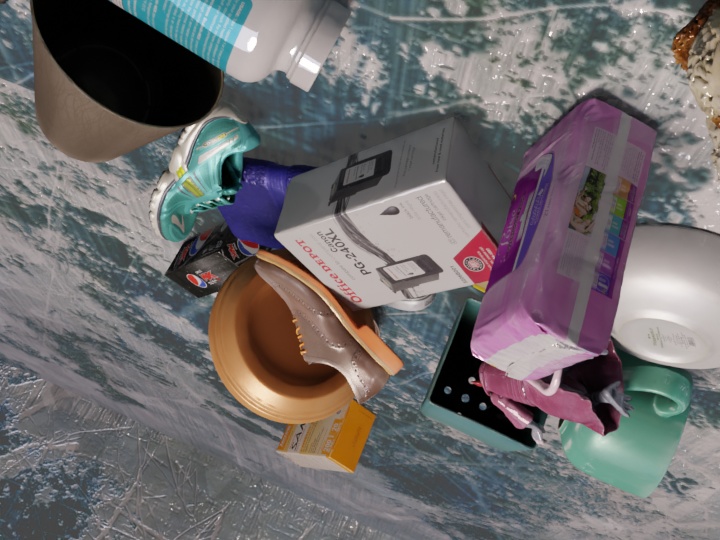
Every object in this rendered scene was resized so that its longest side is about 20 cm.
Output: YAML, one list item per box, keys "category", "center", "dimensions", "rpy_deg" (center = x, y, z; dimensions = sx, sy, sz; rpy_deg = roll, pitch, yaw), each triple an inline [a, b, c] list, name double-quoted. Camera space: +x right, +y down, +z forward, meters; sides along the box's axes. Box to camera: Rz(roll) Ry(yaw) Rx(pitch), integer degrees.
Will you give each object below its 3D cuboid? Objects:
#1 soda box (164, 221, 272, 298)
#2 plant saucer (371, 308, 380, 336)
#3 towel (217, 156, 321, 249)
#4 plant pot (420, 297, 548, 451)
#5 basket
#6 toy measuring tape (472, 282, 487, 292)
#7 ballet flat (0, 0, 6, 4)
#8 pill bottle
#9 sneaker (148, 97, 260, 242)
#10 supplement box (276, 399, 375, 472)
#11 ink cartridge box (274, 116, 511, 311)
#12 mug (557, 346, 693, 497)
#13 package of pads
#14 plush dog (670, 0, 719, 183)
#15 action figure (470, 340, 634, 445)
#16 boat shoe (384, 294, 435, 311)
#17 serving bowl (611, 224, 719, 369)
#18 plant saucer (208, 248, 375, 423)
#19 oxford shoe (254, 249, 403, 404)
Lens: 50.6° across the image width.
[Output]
- category: "soda box"
  center: [-0.206, -0.016, 1.096]
  dimensions: [0.071, 0.064, 0.199]
  rpy_deg: [38, 151, -24]
- category: "plant saucer"
  center: [-0.058, 0.047, 1.114]
  dimensions: [0.198, 0.035, 0.201]
  rpy_deg: [21, 155, 10]
- category: "towel"
  center: [-0.081, -0.078, 0.892]
  dimensions: [0.198, 0.050, 0.148]
  rpy_deg: [11, 146, 25]
- category: "plant pot"
  center: [0.159, 0.151, 1.006]
  dimensions: [0.140, 0.143, 0.200]
  rpy_deg: [24, 162, 3]
- category: "basket"
  center: [-0.244, -0.185, 0.742]
  dimensions: [0.180, 0.137, 0.199]
  rpy_deg: [39, 155, -18]
- category: "toy measuring tape"
  center: [0.150, 0.003, 0.825]
  dimensions: [0.199, 0.074, 0.074]
  rpy_deg: [28, 160, 36]
- category: "ballet flat"
  center: [-0.414, -0.329, 0.729]
  dimensions: [0.199, 0.057, 0.067]
  rpy_deg: [31, -163, -8]
- category: "pill bottle"
  center: [-0.108, -0.218, 0.573]
  dimensions: [0.199, 0.112, 0.111]
  rpy_deg: [31, 154, -10]
- category: "sneaker"
  center: [-0.172, -0.095, 0.831]
  dimensions: [0.079, 0.078, 0.200]
  rpy_deg: [37, 131, 0]
- category: "supplement box"
  center: [-0.074, 0.334, 1.560]
  dimensions: [0.073, 0.127, 0.199]
  rpy_deg: [38, 151, -27]
- category: "ink cartridge box"
  center: [0.037, -0.045, 0.749]
  dimensions: [0.198, 0.084, 0.145]
  rpy_deg: [-15, 136, 33]
- category: "mug"
  center: [0.300, 0.153, 0.873]
  dimensions: [0.113, 0.152, 0.187]
  rpy_deg: [21, 120, 13]
- category: "package of pads"
  center: [0.158, -0.020, 0.604]
  dimensions: [0.075, 0.202, 0.121]
  rpy_deg: [23, 159, -9]
- category: "plush dog"
  center: [0.267, -0.092, 0.442]
  dimensions: [0.170, 0.201, 0.161]
  rpy_deg: [23, 123, -19]
- category: "action figure"
  center: [0.183, 0.123, 0.818]
  dimensions: [0.147, 0.136, 0.199]
  rpy_deg: [7, 171, -37]
- category: "boat shoe"
  center: [0.000, 0.000, 0.949]
  dimensions: [0.198, 0.069, 0.057]
  rpy_deg: [9, 135, 26]
- category: "serving bowl"
  center: [0.301, 0.042, 0.744]
  dimensions: [0.198, 0.066, 0.201]
  rpy_deg: [20, 153, 10]
- category: "plant saucer"
  center: [-0.070, 0.069, 0.860]
  dimensions: [0.199, 0.202, 0.037]
  rpy_deg: [30, 154, -11]
- category: "oxford shoe"
  center: [-0.048, 0.058, 0.815]
  dimensions: [0.200, 0.073, 0.071]
  rpy_deg: [42, 176, 7]
